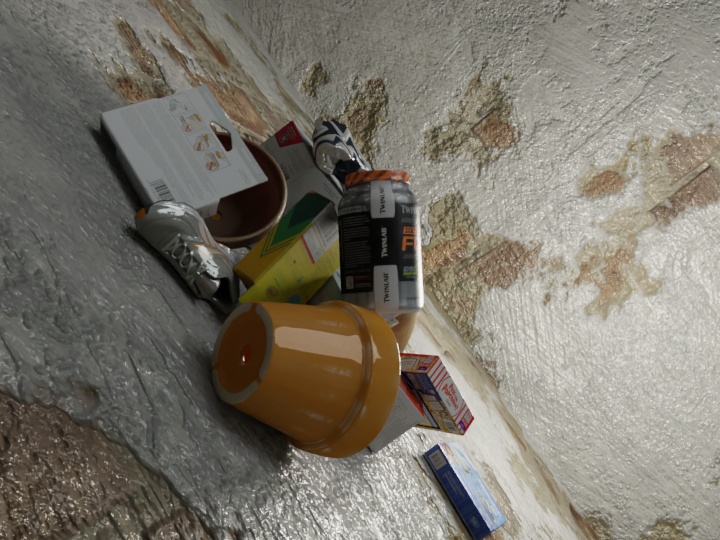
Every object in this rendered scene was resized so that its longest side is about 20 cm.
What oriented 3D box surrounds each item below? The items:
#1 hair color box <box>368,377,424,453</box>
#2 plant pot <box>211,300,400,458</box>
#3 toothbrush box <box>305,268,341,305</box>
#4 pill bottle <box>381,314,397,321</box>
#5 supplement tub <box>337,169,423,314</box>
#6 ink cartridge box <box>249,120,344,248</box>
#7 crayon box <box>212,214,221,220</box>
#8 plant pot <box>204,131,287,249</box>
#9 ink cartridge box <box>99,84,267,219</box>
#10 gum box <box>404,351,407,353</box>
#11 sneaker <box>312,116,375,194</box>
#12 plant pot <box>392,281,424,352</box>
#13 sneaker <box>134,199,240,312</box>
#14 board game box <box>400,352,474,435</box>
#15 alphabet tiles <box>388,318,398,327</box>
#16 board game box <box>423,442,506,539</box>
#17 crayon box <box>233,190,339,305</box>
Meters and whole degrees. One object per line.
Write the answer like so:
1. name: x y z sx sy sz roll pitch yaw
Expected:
1. hair color box: 0.007 0.196 1.293 0.201 0.110 0.064 53 9 -12
2. plant pot: -0.081 0.123 0.964 0.182 0.200 0.201 23 29 -40
3. toothbrush box: -0.067 0.088 1.204 0.085 0.146 0.201 41 18 -50
4. pill bottle: 0.000 0.000 1.354 0.112 0.112 0.200 46 5 -36
5. supplement tub: 0.028 -0.038 1.101 0.122 0.121 0.203 5 82 -77
6. ink cartridge box: -0.149 -0.142 1.428 0.145 0.199 0.146 45 14 -49
7. crayon box: -0.286 -0.163 1.282 0.200 0.051 0.126 44 14 -47
8. plant pot: -0.218 -0.107 1.175 0.202 0.199 0.093 57 -29 18
9. ink cartridge box: -0.260 -0.169 1.116 0.201 0.172 0.044 56 -32 16
10. gum box: 0.024 0.126 1.780 0.201 0.044 0.170 58 11 15
11. sneaker: -0.027 -0.209 1.404 0.198 0.079 0.131 33 33 -45
12. plant pot: 0.034 0.100 1.530 0.187 0.184 0.202 -116 -163 -45
13. sneaker: -0.225 -0.016 1.035 0.200 0.075 0.093 42 20 -46
14. board game box: 0.091 0.220 1.379 0.198 0.046 0.153 -2 -54 48
15. alphabet tiles: -0.031 0.064 1.386 0.167 0.198 0.006 47 -36 27
16. board game box: 0.226 0.463 1.614 0.201 0.043 0.199 58 10 20
17. crayon box: -0.106 -0.005 1.125 0.050 0.200 0.128 30 -23 32
